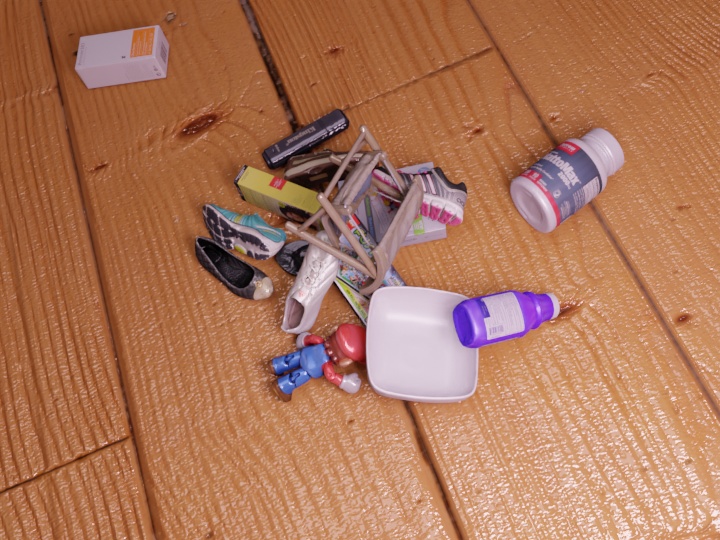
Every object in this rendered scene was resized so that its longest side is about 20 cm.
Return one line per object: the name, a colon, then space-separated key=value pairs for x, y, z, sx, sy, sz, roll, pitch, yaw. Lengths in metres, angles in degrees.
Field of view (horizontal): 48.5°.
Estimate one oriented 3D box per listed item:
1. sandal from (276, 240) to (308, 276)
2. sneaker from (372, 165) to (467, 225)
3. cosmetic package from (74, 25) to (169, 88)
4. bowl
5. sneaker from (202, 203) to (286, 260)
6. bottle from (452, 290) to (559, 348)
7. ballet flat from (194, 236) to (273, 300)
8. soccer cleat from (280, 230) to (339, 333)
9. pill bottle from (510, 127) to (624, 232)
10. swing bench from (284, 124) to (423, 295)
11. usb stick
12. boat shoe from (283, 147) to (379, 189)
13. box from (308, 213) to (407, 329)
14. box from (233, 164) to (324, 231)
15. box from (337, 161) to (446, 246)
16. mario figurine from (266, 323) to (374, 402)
sandal: x=-0.073 y=-0.018 z=1.544 sx=0.197 sy=0.048 sz=0.076 roll=16 pitch=67 yaw=17
sneaker: x=0.118 y=-0.161 z=1.526 sx=0.197 sy=0.074 sz=0.088 roll=24 pitch=68 yaw=16
cosmetic package: x=-0.554 y=-0.498 z=1.867 sx=0.196 sy=0.072 sz=0.103 roll=-7 pitch=62 yaw=7
bowl: x=0.102 y=0.137 z=1.399 sx=0.196 sy=0.075 sz=0.203 roll=6 pitch=63 yaw=-7
sneaker: x=-0.236 y=-0.082 z=1.606 sx=0.198 sy=0.079 sz=0.080 roll=26 pitch=44 yaw=23
bottle: x=0.256 y=0.078 z=1.387 sx=0.197 sy=0.065 sz=0.085 roll=-11 pitch=78 yaw=-28
ballet flat: x=-0.252 y=-0.001 z=1.562 sx=0.198 sy=0.057 sz=0.067 roll=29 pitch=72 yaw=22
soccer cleat: x=-0.091 y=0.026 z=1.458 sx=0.069 sy=0.077 sz=0.203 roll=26 pitch=108 yaw=23
pill bottle: x=0.390 y=-0.175 z=1.502 sx=0.199 sy=0.120 sz=0.120 roll=-37 pitch=62 yaw=-10
swing bench: x=0.008 y=-0.105 z=1.414 sx=0.199 sy=0.129 sz=0.201 roll=40 pitch=53 yaw=-14
usb stick: x=-0.115 y=-0.279 z=1.696 sx=0.198 sy=0.033 sz=0.056 roll=-30 pitch=62 yaw=-6
boat shoe: x=-0.062 y=-0.223 z=1.636 sx=0.198 sy=0.075 sz=0.076 roll=-9 pitch=55 yaw=6
box: x=0.000 y=0.000 z=1.499 sx=0.109 sy=0.035 sz=0.201 roll=-35 pitch=78 yaw=-7
box: x=-0.157 y=-0.146 z=1.612 sx=0.197 sy=0.076 sz=0.051 roll=23 pitch=68 yaw=21
box: x=0.061 y=-0.121 z=1.578 sx=0.196 sy=0.041 sz=0.159 roll=-10 pitch=62 yaw=4
mario figurine: x=-0.062 y=0.168 z=1.446 sx=0.197 sy=0.106 sz=0.125 roll=-24 pitch=97 yaw=9
